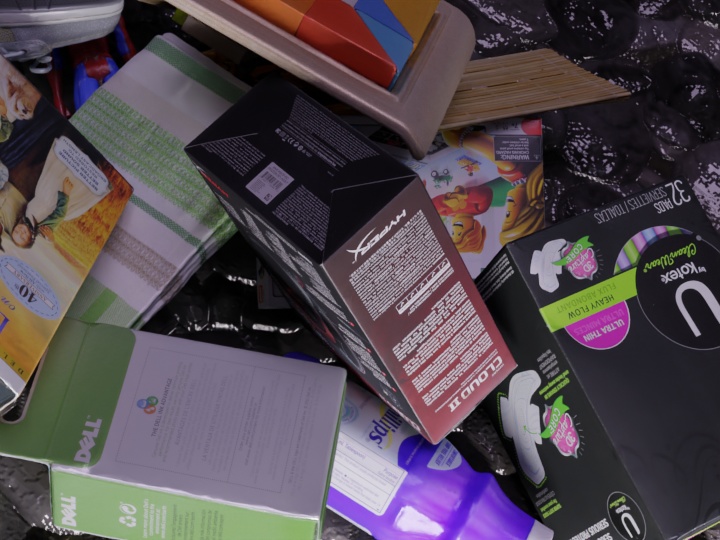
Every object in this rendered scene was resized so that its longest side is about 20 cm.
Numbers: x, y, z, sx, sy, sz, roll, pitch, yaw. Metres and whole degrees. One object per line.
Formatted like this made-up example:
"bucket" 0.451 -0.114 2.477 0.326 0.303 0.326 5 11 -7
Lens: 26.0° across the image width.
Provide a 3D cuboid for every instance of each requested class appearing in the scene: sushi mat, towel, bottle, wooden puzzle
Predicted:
"sushi mat" 0.084 -0.125 1.084 0.198 0.012 0.096 -13 35 -33
"towel" -0.141 -0.047 0.980 0.149 0.031 0.200 34 75 29
"bottle" 0.021 0.126 0.951 0.199 0.066 0.084 31 21 7
"wooden puzzle" -0.020 -0.169 0.957 0.199 0.037 0.185 34 32 -5

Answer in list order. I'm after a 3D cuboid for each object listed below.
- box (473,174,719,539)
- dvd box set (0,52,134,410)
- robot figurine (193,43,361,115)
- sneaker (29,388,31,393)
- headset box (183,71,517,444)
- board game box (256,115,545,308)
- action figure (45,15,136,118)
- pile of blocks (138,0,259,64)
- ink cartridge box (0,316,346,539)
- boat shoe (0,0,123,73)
"box" 0.171 0.070 0.981 0.147 0.124 0.201 -20 76 -26
"dvd box set" -0.210 -0.036 0.851 0.146 0.029 0.201 47 31 -19
"robot figurine" -0.050 -0.122 1.108 0.198 0.058 0.146 -14 59 -23
"sneaker" -0.105 0.113 0.928 0.200 0.075 0.085 40 56 13
"headset box" 0.000 0.000 0.920 0.075 0.201 0.148 -41 46 -10
"board game box" 0.028 -0.040 1.057 0.198 0.035 0.128 -1 87 -15
"action figure" -0.180 -0.127 1.077 0.065 0.052 0.201 -14 60 -13
"pile of blocks" -0.130 -0.219 1.070 0.200 0.062 0.082 39 18 24
"ink cartridge box" -0.112 0.093 0.863 0.198 0.060 0.104 11 48 0
"boat shoe" -0.256 -0.160 1.050 0.200 0.065 0.075 -11 41 -6
